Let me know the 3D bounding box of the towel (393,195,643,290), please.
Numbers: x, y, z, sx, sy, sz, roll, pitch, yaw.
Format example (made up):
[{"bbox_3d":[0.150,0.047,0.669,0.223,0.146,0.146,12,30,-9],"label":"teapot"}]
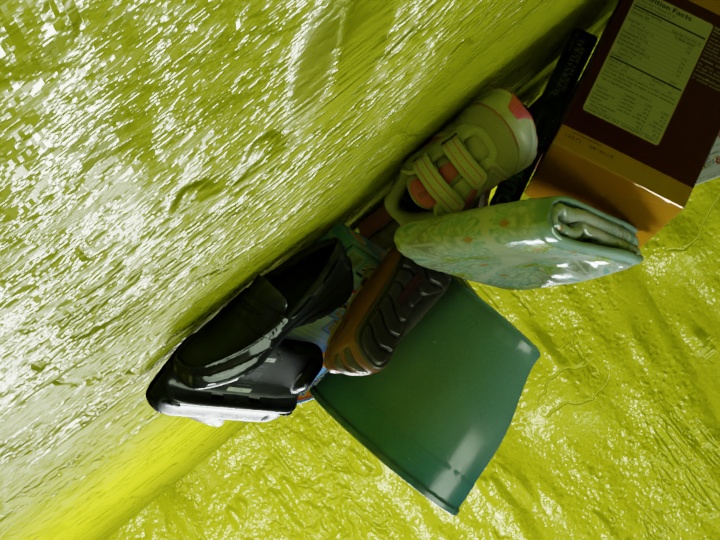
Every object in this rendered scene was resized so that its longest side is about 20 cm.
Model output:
[{"bbox_3d":[0.155,-0.022,1.250,0.170,0.049,0.199,-12,163,36],"label":"towel"}]

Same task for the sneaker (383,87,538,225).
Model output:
[{"bbox_3d":[0.091,-0.093,1.237,0.088,0.082,0.200,-37,174,-38],"label":"sneaker"}]

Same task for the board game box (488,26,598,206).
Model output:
[{"bbox_3d":[0.178,-0.137,1.340,0.202,0.028,0.135,-64,177,-3],"label":"board game box"}]

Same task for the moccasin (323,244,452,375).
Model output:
[{"bbox_3d":[0.029,0.028,1.281,0.077,0.074,0.202,-16,-146,46],"label":"moccasin"}]

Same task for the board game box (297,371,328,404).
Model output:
[{"bbox_3d":[-0.052,0.110,1.654,0.198,0.045,0.152,-20,-163,18],"label":"board game box"}]

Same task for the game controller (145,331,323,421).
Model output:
[{"bbox_3d":[-0.120,0.105,1.310,0.199,0.042,0.105,13,115,-52],"label":"game controller"}]

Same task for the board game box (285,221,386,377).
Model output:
[{"bbox_3d":[-0.049,0.048,1.359,0.200,0.037,0.151,-41,146,13],"label":"board game box"}]

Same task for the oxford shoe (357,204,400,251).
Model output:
[{"bbox_3d":[0.000,0.000,1.430,0.200,0.075,0.070,-41,177,32],"label":"oxford shoe"}]

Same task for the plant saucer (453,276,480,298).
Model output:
[{"bbox_3d":[0.054,0.037,1.571,0.197,0.048,0.200,-9,-152,-13],"label":"plant saucer"}]

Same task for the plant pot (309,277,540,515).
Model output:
[{"bbox_3d":[0.080,0.115,1.367,0.188,0.200,0.200,-51,176,-2],"label":"plant pot"}]

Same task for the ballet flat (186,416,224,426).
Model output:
[{"bbox_3d":[-0.153,0.137,1.529,0.200,0.067,0.076,-37,151,-49],"label":"ballet flat"}]

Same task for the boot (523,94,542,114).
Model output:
[{"bbox_3d":[0.183,-0.152,1.540,0.154,0.074,0.200,-29,170,-30],"label":"boot"}]

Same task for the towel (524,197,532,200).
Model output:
[{"bbox_3d":[0.243,-0.068,1.486,0.190,0.035,0.200,-10,177,-11],"label":"towel"}]

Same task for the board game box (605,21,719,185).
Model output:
[{"bbox_3d":[0.369,-0.208,1.446,0.104,0.202,0.103,-19,-172,40],"label":"board game box"}]

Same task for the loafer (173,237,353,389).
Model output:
[{"bbox_3d":[-0.090,0.035,1.208,0.200,0.068,0.071,-34,139,-26],"label":"loafer"}]

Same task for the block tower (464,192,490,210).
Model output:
[{"bbox_3d":[0.109,-0.091,1.435,0.200,0.057,0.055,-14,116,-82],"label":"block tower"}]

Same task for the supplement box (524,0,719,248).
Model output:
[{"bbox_3d":[0.271,-0.154,1.276,0.201,0.132,0.197,-63,176,-9],"label":"supplement box"}]
